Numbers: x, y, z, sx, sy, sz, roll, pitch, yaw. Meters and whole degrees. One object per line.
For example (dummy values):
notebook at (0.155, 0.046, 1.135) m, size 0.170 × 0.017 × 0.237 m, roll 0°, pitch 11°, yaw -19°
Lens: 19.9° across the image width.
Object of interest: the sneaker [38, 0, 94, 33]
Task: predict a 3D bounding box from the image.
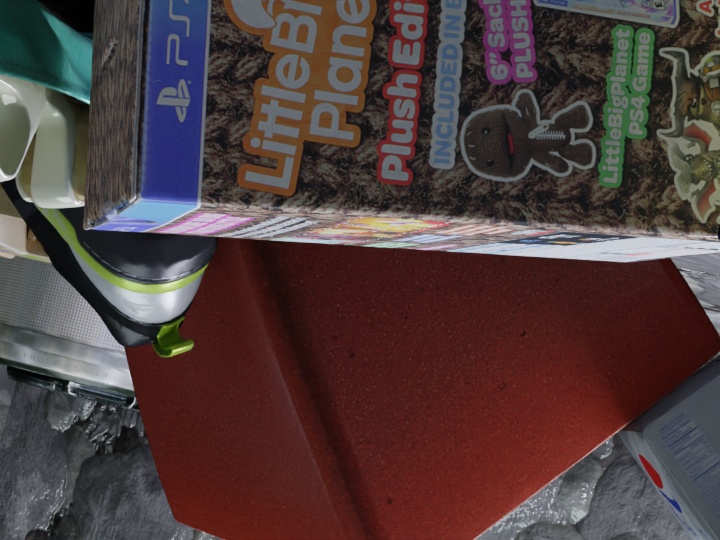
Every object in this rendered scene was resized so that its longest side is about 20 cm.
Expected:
sneaker at (-0.104, -0.119, 0.742) m, size 0.200 × 0.060 × 0.104 m, roll 20°, pitch 178°, yaw -19°

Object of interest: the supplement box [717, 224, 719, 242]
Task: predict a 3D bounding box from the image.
supplement box at (0.210, -0.033, 0.508) m, size 0.200 × 0.110 × 0.109 m, roll 14°, pitch 176°, yaw -11°

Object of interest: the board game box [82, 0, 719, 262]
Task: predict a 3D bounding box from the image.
board game box at (0.020, -0.058, 0.643) m, size 0.200 × 0.097 × 0.159 m, roll 3°, pitch 178°, yaw -13°

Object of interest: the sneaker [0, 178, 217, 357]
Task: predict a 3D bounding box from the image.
sneaker at (-0.127, -0.041, 0.843) m, size 0.072 × 0.083 × 0.200 m, roll -18°, pitch -128°, yaw -26°

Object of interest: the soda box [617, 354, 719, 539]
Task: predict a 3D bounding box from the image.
soda box at (0.209, 0.036, 0.867) m, size 0.063 × 0.200 × 0.068 m, roll 55°, pitch 177°, yaw 2°

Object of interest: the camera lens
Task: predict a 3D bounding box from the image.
camera lens at (-0.172, -0.009, 1.434) m, size 0.160 × 0.200 × 0.160 m, roll 14°, pitch 175°, yaw 1°

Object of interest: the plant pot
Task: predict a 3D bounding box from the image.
plant pot at (0.000, 0.000, 0.900) m, size 0.200 × 0.200 × 0.176 m, roll 8°, pitch 128°, yaw 58°

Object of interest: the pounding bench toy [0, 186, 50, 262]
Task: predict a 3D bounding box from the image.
pounding bench toy at (-0.161, -0.065, 1.186) m, size 0.156 × 0.124 × 0.200 m, roll 13°, pitch 175°, yaw 13°

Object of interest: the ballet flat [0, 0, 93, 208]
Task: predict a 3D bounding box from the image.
ballet flat at (-0.117, -0.060, 0.724) m, size 0.067 × 0.070 × 0.200 m, roll 4°, pitch 169°, yaw 31°
